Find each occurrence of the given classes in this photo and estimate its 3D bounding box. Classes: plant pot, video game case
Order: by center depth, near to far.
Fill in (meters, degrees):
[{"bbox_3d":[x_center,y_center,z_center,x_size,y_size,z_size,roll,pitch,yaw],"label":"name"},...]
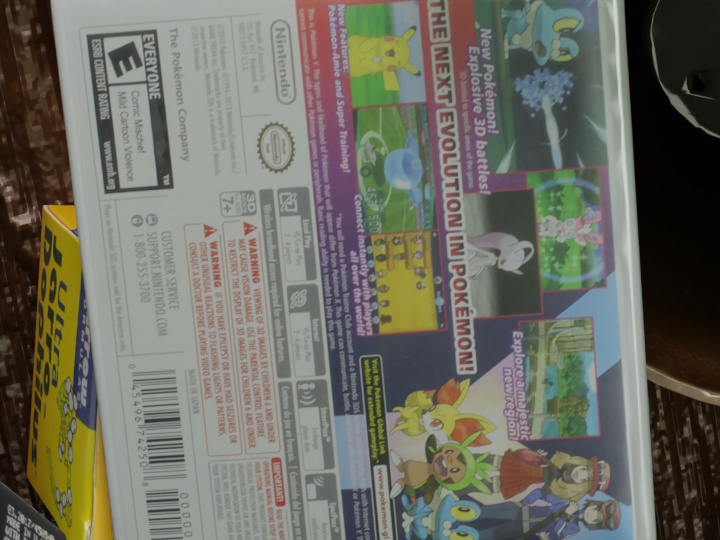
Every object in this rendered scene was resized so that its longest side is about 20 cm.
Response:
[{"bbox_3d":[0.000,0.000,0.752,0.181,0.023,0.202,-4,103,5],"label":"video game case"},{"bbox_3d":[0.147,-0.069,0.834,0.185,0.200,0.189,2,105,6],"label":"plant pot"}]

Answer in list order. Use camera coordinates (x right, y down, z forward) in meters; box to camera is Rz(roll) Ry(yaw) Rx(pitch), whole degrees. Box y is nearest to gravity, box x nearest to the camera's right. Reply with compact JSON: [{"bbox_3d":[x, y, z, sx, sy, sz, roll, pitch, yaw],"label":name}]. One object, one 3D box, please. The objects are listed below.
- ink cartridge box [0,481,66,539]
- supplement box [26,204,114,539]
[{"bbox_3d":[-0.223,0.080,0.744,0.198,0.198,0.047,-6,65,15],"label":"ink cartridge box"},{"bbox_3d":[-0.015,0.039,0.860,0.198,0.109,0.110,1,101,-20],"label":"supplement box"}]
